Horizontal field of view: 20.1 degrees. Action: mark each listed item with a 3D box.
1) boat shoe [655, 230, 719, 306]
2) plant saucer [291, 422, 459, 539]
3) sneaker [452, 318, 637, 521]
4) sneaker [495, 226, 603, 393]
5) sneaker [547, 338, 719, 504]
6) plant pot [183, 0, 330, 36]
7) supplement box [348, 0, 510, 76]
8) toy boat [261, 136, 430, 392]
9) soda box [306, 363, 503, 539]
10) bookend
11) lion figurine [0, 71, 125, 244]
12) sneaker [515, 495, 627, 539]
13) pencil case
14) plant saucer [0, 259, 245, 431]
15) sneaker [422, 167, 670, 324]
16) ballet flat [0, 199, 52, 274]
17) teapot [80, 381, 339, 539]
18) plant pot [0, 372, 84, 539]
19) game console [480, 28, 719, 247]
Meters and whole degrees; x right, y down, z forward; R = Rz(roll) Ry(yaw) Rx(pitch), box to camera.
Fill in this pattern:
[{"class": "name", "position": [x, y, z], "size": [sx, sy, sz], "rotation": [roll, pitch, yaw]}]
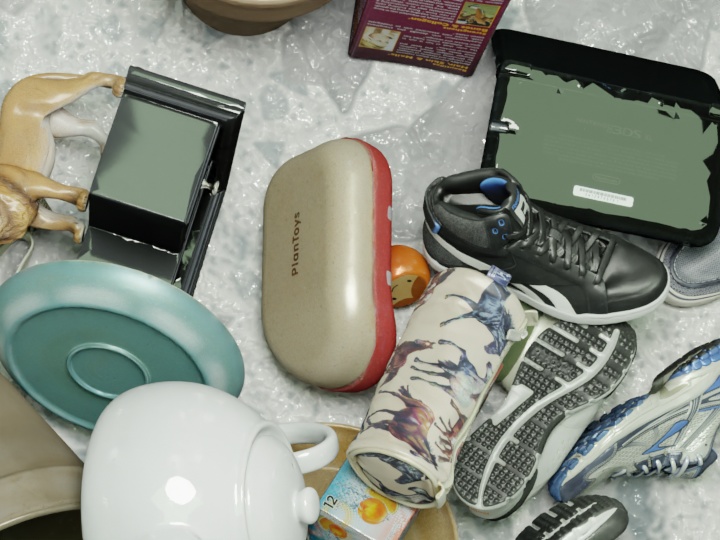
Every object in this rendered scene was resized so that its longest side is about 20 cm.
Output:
[{"class": "boat shoe", "position": [0.334, -0.044, 1.683], "size": [0.200, 0.093, 0.075], "rotation": [-33, 81, -16]}, {"class": "plant saucer", "position": [-0.024, 0.214, 1.570], "size": [0.200, 0.035, 0.200], "rotation": [6, 57, -9]}, {"class": "sneaker", "position": [0.144, 0.115, 1.603], "size": [0.074, 0.080, 0.200], "rotation": [38, 75, 23]}, {"class": "sneaker", "position": [0.132, -0.004, 1.655], "size": [0.090, 0.067, 0.200], "rotation": [27, 75, -5]}, {"class": "sneaker", "position": [0.243, 0.137, 1.630], "size": [0.200, 0.077, 0.085], "rotation": [-34, 89, -13]}, {"class": "plant pot", "position": [-0.091, -0.276, 1.645], "size": [0.200, 0.175, 0.200], "rotation": [2, 75, -8]}, {"class": "supplement box", "position": [0.061, -0.240, 1.643], "size": [0.110, 0.200, 0.086], "rotation": [9, 72, -6]}, {"class": "toy boat", "position": [0.000, 0.000, 1.623], "size": [0.131, 0.130, 0.200], "rotation": [12, 70, -35]}, {"class": "soda box", "position": [0.034, 0.140, 1.569], "size": [0.068, 0.064, 0.200], "rotation": [30, 55, 7]}, {"class": "bookend", "position": [-0.165, -0.022, 1.550], "size": [0.092, 0.200, 0.199], "rotation": [17, 72, -3]}, {"class": "lion figurine", "position": [-0.261, -0.093, 1.582], "size": [0.122, 0.072, 0.200], "rotation": [15, 51, -1]}, {"class": "sneaker", "position": [0.134, 0.255, 1.570], "size": [0.200, 0.074, 0.080], "rotation": [-42, 98, 1]}, {"class": "pencil case", "position": [0.061, 0.088, 1.523], "size": [0.089, 0.078, 0.200], "rotation": [10, 51, 23]}, {"class": "plant saucer", "position": [-0.187, 0.068, 1.523], "size": [0.200, 0.200, 0.027], "rotation": [17, 50, -3]}, {"class": "sneaker", "position": [0.141, -0.022, 1.569], "size": [0.200, 0.112, 0.073], "rotation": [12, 63, 11]}, {"class": "ballet flat", "position": [-0.315, 0.011, 1.593], "size": [0.075, 0.068, 0.200], "rotation": [43, 69, -4]}, {"class": "teapot", "position": [-0.099, 0.167, 1.442], "size": [0.146, 0.197, 0.200], "rotation": [-5, 61, 16]}, {"class": "plant pot", "position": [-0.290, 0.164, 1.501], "size": [0.200, 0.200, 0.174], "rotation": [-24, 62, -14]}, {"class": "game console", "position": [0.199, -0.113, 1.684], "size": [0.200, 0.116, 0.176], "rotation": [11, 81, -4]}]
